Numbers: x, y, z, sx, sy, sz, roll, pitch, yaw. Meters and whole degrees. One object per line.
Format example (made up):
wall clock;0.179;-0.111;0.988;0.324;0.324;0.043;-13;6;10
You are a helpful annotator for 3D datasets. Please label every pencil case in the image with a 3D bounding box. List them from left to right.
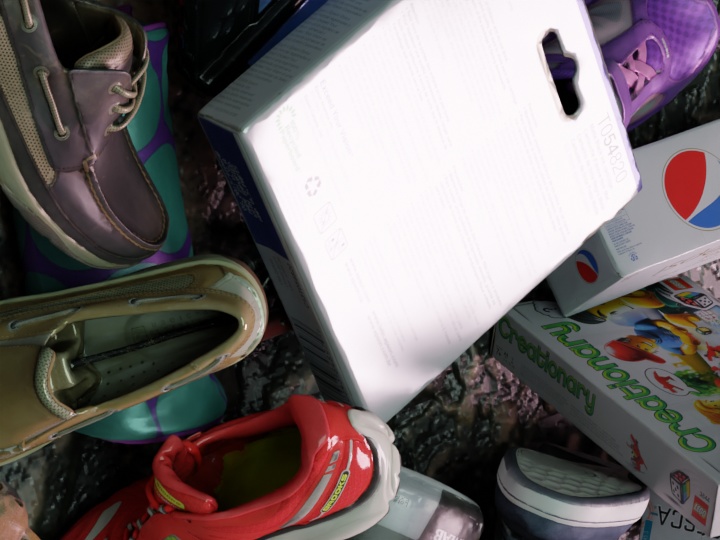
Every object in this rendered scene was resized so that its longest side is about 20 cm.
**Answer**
pencil case;-0.119;-0.021;1.321;0.092;0.085;0.201;-29;114;-63

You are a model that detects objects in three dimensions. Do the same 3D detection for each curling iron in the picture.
curling iron;0.000;0.000;1.391;0.200;0.026;0.050;-13;128;-50

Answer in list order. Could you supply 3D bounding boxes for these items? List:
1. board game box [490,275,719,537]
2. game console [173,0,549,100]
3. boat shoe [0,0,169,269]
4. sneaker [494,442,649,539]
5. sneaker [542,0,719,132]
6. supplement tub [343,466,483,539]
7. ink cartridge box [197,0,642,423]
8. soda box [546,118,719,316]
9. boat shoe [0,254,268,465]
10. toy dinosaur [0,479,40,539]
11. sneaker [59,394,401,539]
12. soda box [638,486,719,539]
board game box;0.173;0.066;1.438;0.126;0.200;0.035;-9;119;-30
game console;0.018;-0.142;1.321;0.119;0.172;0.200;38;71;10
boat shoe;-0.128;-0.079;1.195;0.073;0.075;0.200;-19;131;18
sneaker;0.091;0.166;1.421;0.077;0.202;0.147;20;90;11
sneaker;0.118;-0.093;1.450;0.200;0.088;0.081;-27;108;-26
supplement tub;-0.028;0.187;1.379;0.122;0.122;0.200;27;83;-30
ink cartridge box;0.034;-0.056;1.329;0.200;0.041;0.200;-40;131;-22
soda box;0.187;-0.042;1.494;0.200;0.068;0.064;-19;79;-30
boat shoe;-0.140;0.044;1.246;0.200;0.076;0.072;-24;99;6
toy dinosaur;-0.210;0.190;1.241;0.135;0.086;0.200;19;93;-36
sneaker;-0.080;0.106;1.314;0.085;0.200;0.077;31;37;-50
soda box;0.216;0.138;1.501;0.200;0.063;0.069;6;93;-61
